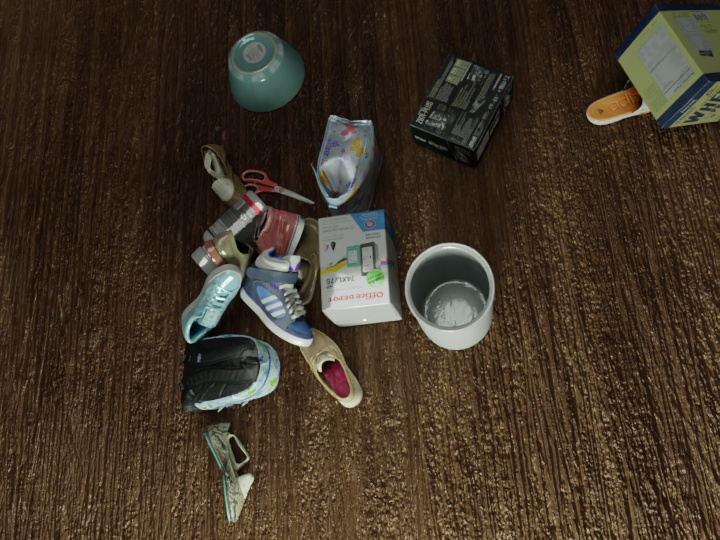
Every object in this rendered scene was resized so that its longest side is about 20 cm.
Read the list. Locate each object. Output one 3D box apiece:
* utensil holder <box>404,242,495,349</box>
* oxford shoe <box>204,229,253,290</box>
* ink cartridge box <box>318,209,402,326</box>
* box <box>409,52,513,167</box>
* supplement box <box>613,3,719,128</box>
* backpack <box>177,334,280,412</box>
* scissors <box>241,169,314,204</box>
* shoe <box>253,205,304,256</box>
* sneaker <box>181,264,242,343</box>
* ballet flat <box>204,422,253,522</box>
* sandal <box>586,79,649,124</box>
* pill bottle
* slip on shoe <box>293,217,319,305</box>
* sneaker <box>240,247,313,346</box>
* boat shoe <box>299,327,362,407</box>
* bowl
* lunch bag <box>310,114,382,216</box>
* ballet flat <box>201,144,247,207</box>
[{"bbox_3d":[0.184,0.059,1.348,0.167,0.200,0.172,-4,72,12],"label":"utensil holder"},{"bbox_3d":[-0.253,-0.013,1.466,0.074,0.200,0.071,-34,55,1],"label":"oxford shoe"},{"bbox_3d":[0.000,0.000,1.435,0.145,0.146,0.203,-7,71,10],"label":"ink cartridge box"},{"bbox_3d":[0.229,-0.359,1.533,0.162,0.086,0.202,25,79,18],"label":"box"},{"bbox_3d":[0.671,-0.418,1.389,0.198,0.135,0.202,-11,67,-26],"label":"supplement box"},{"bbox_3d":[-0.267,0.208,1.435,0.199,0.153,0.165,-23,58,34],"label":"backpack"},{"bbox_3d":[-0.195,-0.198,1.611,0.197,0.014,0.074,7,72,16],"label":"scissors"},{"bbox_3d":[-0.198,-0.038,1.492,0.090,0.071,0.202,18,99,-24],"label":"shoe"},{"bbox_3d":[-0.306,0.077,1.424,0.200,0.073,0.082,-50,37,26],"label":"sneaker"},{"bbox_3d":[-0.263,0.408,1.409,0.074,0.068,0.202,-18,67,-11],"label":"ballet flat"},{"bbox_3d":[0.592,-0.376,1.475,0.204,0.059,0.080,-23,69,4],"label":"sandal"},{"bbox_3d":[-0.283,-0.074,1.539,0.200,0.111,0.111,-44,69,-4],"label":"pill bottle"},{"bbox_3d":[-0.126,-0.026,1.516,0.075,0.061,0.203,7,74,14],"label":"slip on shoe"},{"bbox_3d":[-0.150,0.044,1.416,0.199,0.080,0.147,39,110,15],"label":"sneaker"},{"bbox_3d":[-0.068,0.195,1.427,0.074,0.069,0.200,-41,68,-2],"label":"boat shoe"},{"bbox_3d":[-0.245,-0.503,1.673,0.198,0.105,0.204,-3,73,11],"label":"bowl"},{"bbox_3d":[-0.034,-0.209,1.497,0.125,0.170,0.203,9,75,13],"label":"lunch bag"},{"bbox_3d":[-0.328,-0.221,1.613,0.068,0.072,0.202,-36,67,25],"label":"ballet flat"}]
